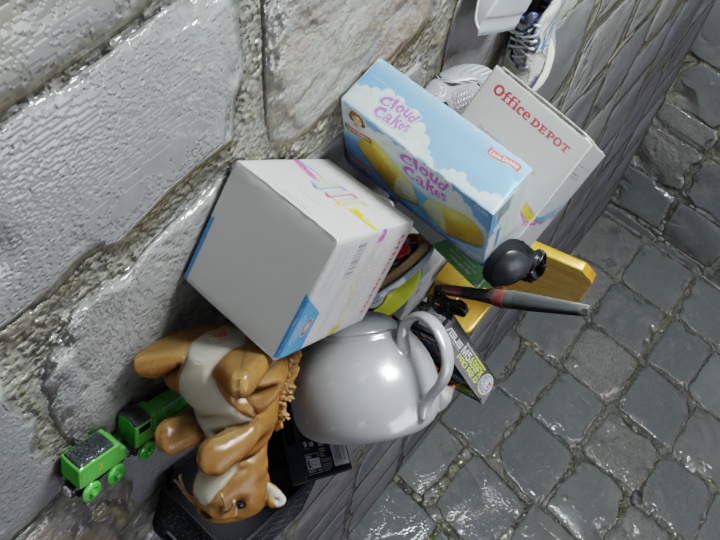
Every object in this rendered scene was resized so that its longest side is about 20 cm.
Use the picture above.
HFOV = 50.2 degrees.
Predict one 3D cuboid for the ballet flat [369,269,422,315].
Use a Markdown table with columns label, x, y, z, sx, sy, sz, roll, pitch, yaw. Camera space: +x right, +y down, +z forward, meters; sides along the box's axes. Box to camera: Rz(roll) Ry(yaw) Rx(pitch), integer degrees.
| label | x | y | z | sx | sy | sz | roll | pitch | yaw |
| --- | --- | --- | --- | --- | --- | --- | --- | --- | --- |
| ballet flat | -0.001 | 0.040 | 1.020 | 0.066 | 0.068 | 0.199 | -2 | 155 | -46 |

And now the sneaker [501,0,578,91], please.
| label | x | y | z | sx | sy | sz | roll | pitch | yaw |
| --- | --- | --- | --- | --- | --- | --- | --- | --- | --- |
| sneaker | 0.224 | -0.325 | 1.029 | 0.084 | 0.076 | 0.204 | -14 | 131 | -48 |

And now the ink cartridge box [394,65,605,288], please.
| label | x | y | z | sx | sy | sz | roll | pitch | yaw |
| --- | --- | --- | --- | --- | --- | --- | --- | --- | --- |
| ink cartridge box | 0.157 | -0.103 | 0.879 | 0.202 | 0.145 | 0.087 | -53 | 157 | 18 |

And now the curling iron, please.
| label | x | y | z | sx | sy | sz | roll | pitch | yaw |
| --- | --- | --- | --- | --- | --- | --- | --- | --- | --- |
| curling iron | 0.172 | 0.038 | 0.910 | 0.050 | 0.195 | 0.026 | 60 | 41 | -43 |

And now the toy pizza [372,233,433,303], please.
| label | x | y | z | sx | sy | sz | roll | pitch | yaw |
| --- | --- | --- | --- | --- | --- | --- | --- | --- | --- |
| toy pizza | 0.000 | 0.000 | 0.934 | 0.197 | 0.032 | 0.201 | -28 | -165 | 8 |

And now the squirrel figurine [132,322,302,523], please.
| label | x | y | z | sx | sy | sz | roll | pitch | yaw |
| --- | --- | --- | --- | --- | --- | --- | --- | --- | --- |
| squirrel figurine | -0.115 | 0.146 | 0.776 | 0.200 | 0.138 | 0.192 | -43 | 130 | -59 |

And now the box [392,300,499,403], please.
| label | x | y | z | sx | sy | sz | roll | pitch | yaw |
| --- | --- | --- | --- | --- | --- | --- | --- | --- | --- |
| box | 0.101 | 0.107 | 1.172 | 0.044 | 0.198 | 0.161 | -47 | 123 | -15 |

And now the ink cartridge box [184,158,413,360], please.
| label | x | y | z | sx | sy | sz | roll | pitch | yaw |
| --- | --- | --- | --- | --- | --- | --- | --- | --- | --- |
| ink cartridge box | -0.049 | -0.022 | 0.757 | 0.130 | 0.124 | 0.199 | -60 | 162 | 20 |

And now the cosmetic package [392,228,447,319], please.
| label | x | y | z | sx | sy | sz | roll | pitch | yaw |
| --- | --- | --- | --- | --- | --- | --- | --- | --- | --- |
| cosmetic package | 0.086 | -0.033 | 1.116 | 0.199 | 0.107 | 0.086 | -35 | 156 | -43 |

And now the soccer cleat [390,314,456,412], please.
| label | x | y | z | sx | sy | sz | roll | pitch | yaw |
| --- | --- | --- | --- | --- | --- | --- | --- | --- | --- |
| soccer cleat | 0.060 | 0.135 | 1.107 | 0.077 | 0.201 | 0.069 | -43 | -160 | -8 |

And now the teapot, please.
| label | x | y | z | sx | sy | sz | roll | pitch | yaw |
| --- | --- | --- | --- | --- | --- | --- | --- | --- | --- |
| teapot | 0.004 | 0.110 | 0.912 | 0.197 | 0.194 | 0.151 | -97 | -179 | -85 |

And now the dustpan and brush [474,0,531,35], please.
| label | x | y | z | sx | sy | sz | roll | pitch | yaw |
| --- | --- | --- | --- | --- | --- | --- | --- | --- | --- |
| dustpan and brush | 0.188 | -0.375 | 0.870 | 0.139 | 0.057 | 0.202 | -32 | 158 | -53 |

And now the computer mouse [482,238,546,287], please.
| label | x | y | z | sx | sy | sz | roll | pitch | yaw |
| --- | --- | --- | --- | --- | --- | --- | --- | --- | --- |
| computer mouse | 0.184 | 0.000 | 0.866 | 0.059 | 0.034 | 0.199 | -52 | 158 | 15 |

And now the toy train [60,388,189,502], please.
| label | x | y | z | sx | sy | sz | roll | pitch | yaw |
| --- | --- | --- | --- | --- | --- | --- | --- | --- | --- |
| toy train | -0.221 | 0.160 | 0.787 | 0.199 | 0.041 | 0.058 | -35 | 144 | -48 |

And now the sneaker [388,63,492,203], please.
| label | x | y | z | sx | sy | sz | roll | pitch | yaw |
| --- | --- | --- | --- | --- | --- | --- | --- | --- | --- |
| sneaker | 0.093 | -0.163 | 0.958 | 0.200 | 0.075 | 0.115 | -45 | 161 | -13 |

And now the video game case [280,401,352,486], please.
| label | x | y | z | sx | sy | sz | roll | pitch | yaw |
| --- | --- | --- | --- | --- | --- | --- | --- | --- | --- |
| video game case | -0.069 | 0.183 | 1.024 | 0.025 | 0.186 | 0.200 | -17 | 167 | 12 |

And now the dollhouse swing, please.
| label | x | y | z | sx | sy | sz | roll | pitch | yaw |
| --- | --- | --- | --- | --- | --- | --- | --- | --- | --- |
| dollhouse swing | 0.216 | 0.043 | 1.140 | 0.182 | 0.175 | 0.201 | -48 | 166 | -16 |

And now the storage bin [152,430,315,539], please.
| label | x | y | z | sx | sy | sz | roll | pitch | yaw |
| --- | --- | --- | --- | --- | --- | --- | --- | --- | --- |
| storage bin | -0.161 | 0.294 | 1.019 | 0.199 | 0.134 | 0.095 | -33 | 153 | -49 |

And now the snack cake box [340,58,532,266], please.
| label | x | y | z | sx | sy | sz | roll | pitch | yaw |
| --- | --- | --- | --- | --- | --- | --- | --- | --- | --- |
| snack cake box | 0.073 | -0.109 | 0.791 | 0.067 | 0.199 | 0.116 | -45 | 161 | -15 |
